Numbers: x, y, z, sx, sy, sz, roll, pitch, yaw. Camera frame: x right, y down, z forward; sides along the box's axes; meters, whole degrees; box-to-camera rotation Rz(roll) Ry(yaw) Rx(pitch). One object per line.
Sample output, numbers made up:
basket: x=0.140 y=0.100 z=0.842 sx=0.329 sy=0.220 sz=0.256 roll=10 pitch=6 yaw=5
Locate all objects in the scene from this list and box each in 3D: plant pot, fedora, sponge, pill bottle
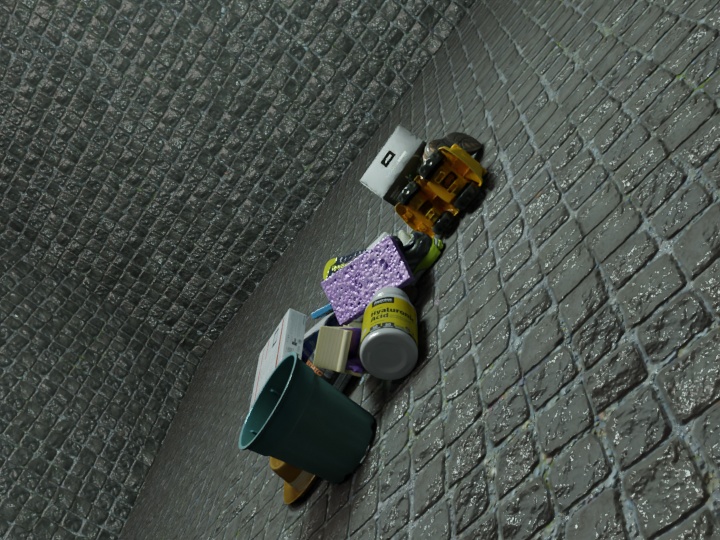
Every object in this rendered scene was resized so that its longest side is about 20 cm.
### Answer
plant pot: x=-0.094 y=0.289 z=1.278 sx=0.200 sy=0.196 sz=0.200 roll=-52 pitch=14 yaw=19
fedora: x=-0.135 y=0.388 z=1.435 sx=0.201 sy=0.082 sz=0.201 roll=-51 pitch=14 yaw=18
sponge: x=0.013 y=0.024 z=1.473 sx=0.200 sy=0.030 sz=0.112 roll=-35 pitch=65 yaw=22
pill bottle: x=-0.076 y=0.232 z=1.533 sx=0.200 sy=0.106 sz=0.106 roll=-58 pitch=13 yaw=2
pill bottle: x=0.058 y=0.116 z=1.347 sx=0.111 sy=0.111 sz=0.200 roll=-50 pitch=15 yaw=23

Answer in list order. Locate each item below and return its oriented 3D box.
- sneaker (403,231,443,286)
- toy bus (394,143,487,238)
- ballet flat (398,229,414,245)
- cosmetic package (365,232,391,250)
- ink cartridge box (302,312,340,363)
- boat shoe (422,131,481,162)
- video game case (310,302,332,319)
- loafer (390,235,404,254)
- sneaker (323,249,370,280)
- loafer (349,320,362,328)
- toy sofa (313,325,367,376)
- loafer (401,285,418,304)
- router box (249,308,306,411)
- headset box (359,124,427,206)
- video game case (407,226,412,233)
sneaker: x=0.100 y=-0.007 z=1.553 sx=0.200 sy=0.081 sz=0.074 roll=-53 pitch=13 yaw=13
toy bus: x=0.196 y=-0.195 z=1.587 sx=0.200 sy=0.136 sz=0.192 roll=-51 pitch=-3 yaw=29
ballet flat: x=0.134 y=-0.098 z=1.686 sx=0.200 sy=0.072 sz=0.072 roll=-54 pitch=14 yaw=11
cosmetic package: x=0.026 y=-0.009 z=1.800 sx=0.102 sy=0.074 sz=0.200 roll=-55 pitch=7 yaw=-34
ink cartridge box: x=-0.114 y=0.191 z=1.713 sx=0.200 sy=0.076 sz=0.136 roll=-38 pitch=3 yaw=-28
boat shoe: x=0.221 y=-0.290 z=1.682 sx=0.199 sy=0.076 sz=0.072 roll=-19 pitch=-35 yaw=-39
video game case: x=-0.018 y=0.063 z=1.661 sx=0.199 sy=0.018 sz=0.143 roll=-28 pitch=-4 yaw=6
loafer: x=0.037 y=0.013 z=1.516 sx=0.068 sy=0.070 sz=0.201 roll=46 pitch=123 yaw=38
sneaker: x=0.000 y=0.000 z=1.682 sx=0.199 sy=0.082 sz=0.074 roll=-7 pitch=61 yaw=44
loafer: x=-0.053 y=0.201 z=1.623 sx=0.200 sy=0.068 sz=0.076 roll=-57 pitch=13 yaw=-4
toy sofa: x=-0.019 y=0.157 z=1.365 sx=0.200 sy=0.097 sz=0.083 roll=21 pitch=-101 yaw=-77
loafer: x=0.046 y=0.106 z=1.496 sx=0.200 sy=0.071 sz=0.073 roll=-57 pitch=13 yaw=-6
router box: x=-0.194 y=0.220 z=1.612 sx=0.180 sy=0.049 sz=0.200 roll=-55 pitch=20 yaw=34
headset box: x=0.115 y=-0.249 z=1.734 sx=0.174 sy=0.093 sz=0.200 roll=-55 pitch=-31 yaw=8
video game case: x=0.189 y=-0.175 z=1.776 sx=0.200 sy=0.017 sz=0.143 roll=-51 pitch=14 yaw=23
